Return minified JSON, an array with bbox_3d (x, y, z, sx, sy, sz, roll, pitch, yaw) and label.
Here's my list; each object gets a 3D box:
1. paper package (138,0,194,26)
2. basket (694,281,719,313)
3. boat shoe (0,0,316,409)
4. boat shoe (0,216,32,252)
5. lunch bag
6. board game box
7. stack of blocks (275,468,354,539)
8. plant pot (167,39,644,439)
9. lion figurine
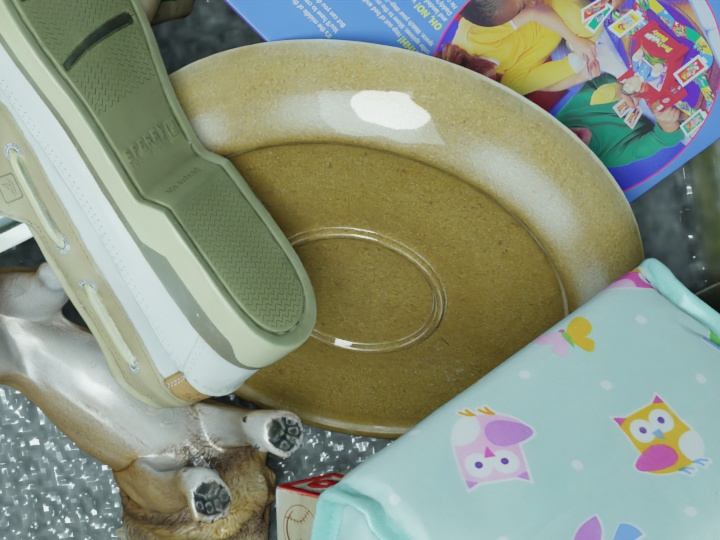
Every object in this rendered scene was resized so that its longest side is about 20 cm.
[{"bbox_3d":[-0.143,-0.191,0.971,0.189,0.103,0.201,10,104,8],"label":"paper package"},{"bbox_3d":[0.208,0.097,0.967,0.179,0.136,0.201,-12,105,12],"label":"basket"},{"bbox_3d":[-0.097,-0.044,0.908,0.068,0.075,0.201,-33,86,32],"label":"boat shoe"},{"bbox_3d":[-0.184,-0.029,1.034,0.199,0.073,0.062,-14,105,18],"label":"boat shoe"},{"bbox_3d":[0.059,0.121,0.900,0.122,0.170,0.201,39,141,23],"label":"lunch bag"},{"bbox_3d":[0.043,-0.101,0.942,0.134,0.045,0.200,-36,125,15],"label":"board game box"},{"bbox_3d":[0.034,0.170,1.007,0.058,0.115,0.201,7,102,48],"label":"stack of blocks"},{"bbox_3d":[0.000,0.000,0.975,0.199,0.028,0.201,7,140,6],"label":"plant pot"},{"bbox_3d":[-0.097,0.045,1.004,0.073,0.122,0.200,-47,106,-20],"label":"lion figurine"}]
